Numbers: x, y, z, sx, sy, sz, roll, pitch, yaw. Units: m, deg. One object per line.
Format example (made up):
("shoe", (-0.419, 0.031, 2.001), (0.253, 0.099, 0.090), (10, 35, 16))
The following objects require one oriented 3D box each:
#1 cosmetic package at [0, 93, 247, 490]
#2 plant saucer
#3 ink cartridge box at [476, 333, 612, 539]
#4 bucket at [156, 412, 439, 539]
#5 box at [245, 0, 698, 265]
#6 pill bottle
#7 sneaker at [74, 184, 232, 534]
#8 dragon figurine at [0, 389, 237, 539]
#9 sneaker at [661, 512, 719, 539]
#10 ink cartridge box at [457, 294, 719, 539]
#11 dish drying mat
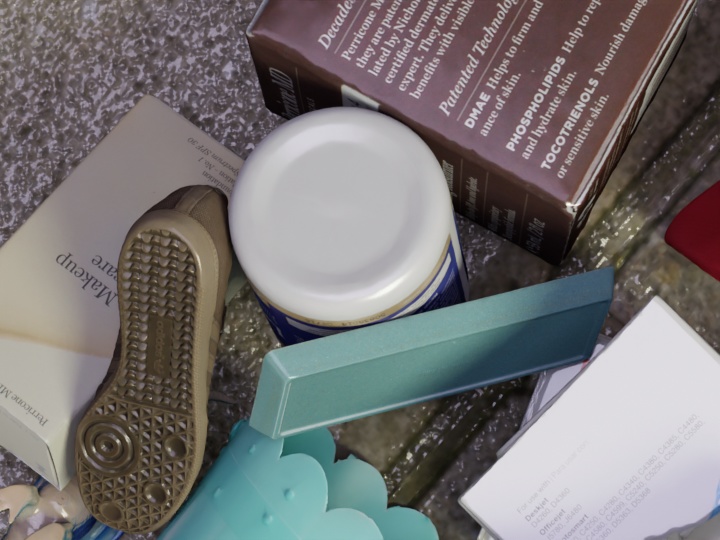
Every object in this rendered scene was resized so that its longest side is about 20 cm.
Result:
("cosmetic package", (-0.144, 0.010, 1.374), (0.103, 0.073, 0.200), (34, 67, 15))
("plant saucer", (0.041, 0.045, 1.274), (0.199, 0.070, 0.019), (-13, 56, -20))
("ink cartridge box", (0.181, 0.130, 1.368), (0.199, 0.084, 0.145), (21, 89, 6))
("bucket", (-0.023, 0.183, 1.330), (0.207, 0.207, 0.135), (45, 93, 6))
("box", (0.066, -0.130, 1.346), (0.200, 0.166, 0.165), (28, 82, 7))
("pill bottle", (0.000, 0.000, 1.328), (0.115, 0.200, 0.116), (-2, 70, 7))
("sneaker", (-0.098, 0.048, 1.296), (0.070, 0.076, 0.201), (22, 122, 11))
("dragon figurine", (-0.163, 0.132, 1.413), (0.059, 0.099, 0.200), (44, 72, 8))
("sneaker", (0.108, 0.155, 1.149), (0.200, 0.073, 0.085), (-38, 87, 6))
("ink cartridge box", (0.172, 0.133, 1.253), (0.200, 0.147, 0.146), (44, 94, 6))
("dish drying mat", (0.211, -0.026, 1.319), (0.077, 0.200, 0.018), (-35, 99, 2))
